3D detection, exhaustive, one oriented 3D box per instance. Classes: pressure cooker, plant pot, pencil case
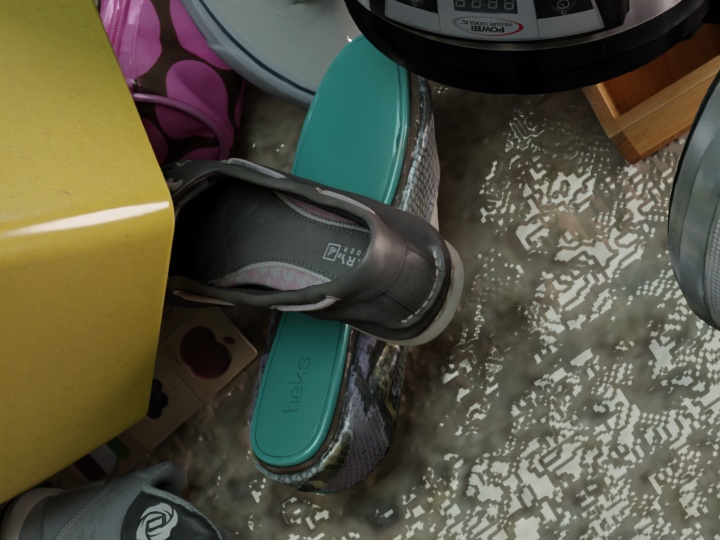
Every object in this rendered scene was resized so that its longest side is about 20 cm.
[{"bbox_3d":[0.067,-0.168,0.984,0.178,0.201,0.176,-27,50,-16],"label":"pressure cooker"},{"bbox_3d":[-0.179,-0.014,0.991,0.175,0.201,0.201,-9,52,-20],"label":"plant pot"},{"bbox_3d":[-0.084,-0.146,1.139,0.090,0.094,0.201,5,74,10],"label":"pencil case"}]

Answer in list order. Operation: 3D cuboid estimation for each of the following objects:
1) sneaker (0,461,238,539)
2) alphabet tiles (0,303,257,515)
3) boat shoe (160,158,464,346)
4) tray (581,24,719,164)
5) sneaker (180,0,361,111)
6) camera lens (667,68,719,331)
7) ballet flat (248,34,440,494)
[{"bbox_3d":[-0.083,0.167,1.033,0.115,0.075,0.201,-21,63,13],"label":"sneaker"},{"bbox_3d":[-0.172,0.017,1.112,0.167,0.008,0.200,-41,89,5],"label":"alphabet tiles"},{"bbox_3d":[-0.047,-0.016,1.020,0.199,0.057,0.067,12,77,40],"label":"boat shoe"},{"bbox_3d":[0.113,-0.154,1.088,0.098,0.037,0.201,-31,60,11],"label":"tray"},{"bbox_3d":[-0.048,-0.144,1.072,0.073,0.200,0.071,-55,20,-26],"label":"sneaker"},{"bbox_3d":[0.225,-0.014,0.910,0.200,0.160,0.160,33,86,31],"label":"camera lens"},{"bbox_3d":[0.000,0.000,1.061,0.072,0.072,0.202,4,72,26],"label":"ballet flat"}]
